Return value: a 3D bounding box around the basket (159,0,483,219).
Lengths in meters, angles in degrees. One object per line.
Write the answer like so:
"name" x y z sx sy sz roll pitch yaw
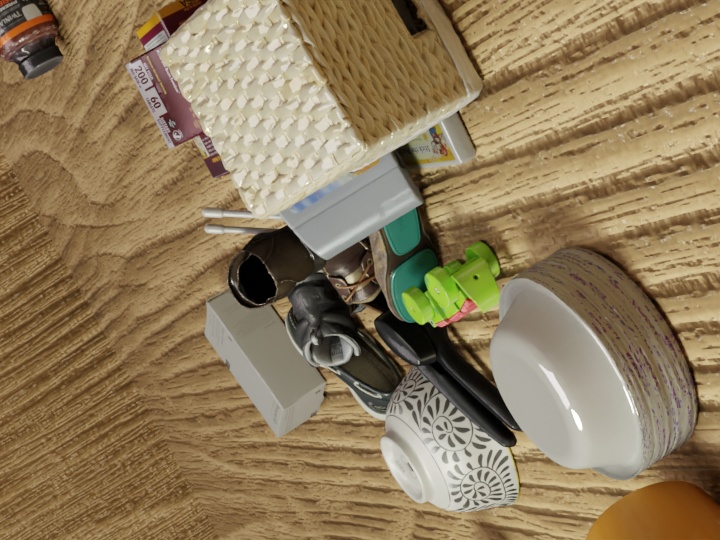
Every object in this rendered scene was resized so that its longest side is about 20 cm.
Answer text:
"basket" -0.041 -0.179 1.422 0.200 0.161 0.199 -28 94 53

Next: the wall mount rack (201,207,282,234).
"wall mount rack" -0.074 -0.075 1.691 0.075 0.173 0.200 53 172 4

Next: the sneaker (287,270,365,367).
"sneaker" -0.031 0.054 1.829 0.200 0.075 0.114 26 -131 -68

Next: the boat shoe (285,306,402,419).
"boat shoe" -0.017 0.097 2.001 0.200 0.076 0.060 38 155 22

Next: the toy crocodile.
"toy crocodile" 0.093 0.023 1.603 0.062 0.067 0.200 58 161 3

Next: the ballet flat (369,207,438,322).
"ballet flat" 0.038 -0.031 1.669 0.067 0.068 0.201 50 160 38

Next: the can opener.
"can opener" 0.097 0.114 1.738 0.200 0.078 0.064 45 142 16

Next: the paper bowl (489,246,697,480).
"paper bowl" 0.188 0.089 1.406 0.201 0.104 0.201 51 161 26

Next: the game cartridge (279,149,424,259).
"game cartridge" -0.042 -0.120 1.572 0.201 0.133 0.042 60 -170 3

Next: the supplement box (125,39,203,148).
"supplement box" -0.151 -0.217 1.752 0.199 0.061 0.109 -21 101 41

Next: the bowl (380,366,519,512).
"bowl" 0.084 0.204 1.857 0.201 0.094 0.201 50 158 28

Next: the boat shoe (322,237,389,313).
"boat shoe" 0.000 0.000 1.724 0.072 0.072 0.200 60 -174 29

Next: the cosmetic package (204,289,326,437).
"cosmetic package" -0.138 0.125 2.329 0.200 0.081 0.113 54 159 21

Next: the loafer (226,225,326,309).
"loafer" -0.105 0.000 1.691 0.073 0.071 0.200 56 154 1

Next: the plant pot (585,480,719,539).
"plant pot" 0.278 0.284 1.360 0.184 0.199 0.201 -117 11 -45

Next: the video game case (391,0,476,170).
"video game case" 0.023 -0.181 1.552 0.183 0.023 0.200 64 160 -11

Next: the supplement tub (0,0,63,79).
"supplement tub" -0.545 -0.403 2.551 0.201 0.107 0.107 59 161 1

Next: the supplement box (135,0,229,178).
"supplement box" -0.168 -0.217 1.888 0.201 0.085 0.110 62 160 -6
